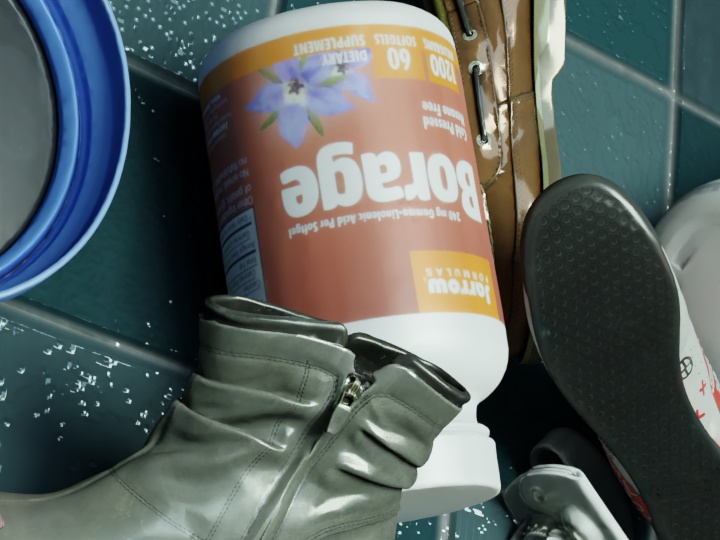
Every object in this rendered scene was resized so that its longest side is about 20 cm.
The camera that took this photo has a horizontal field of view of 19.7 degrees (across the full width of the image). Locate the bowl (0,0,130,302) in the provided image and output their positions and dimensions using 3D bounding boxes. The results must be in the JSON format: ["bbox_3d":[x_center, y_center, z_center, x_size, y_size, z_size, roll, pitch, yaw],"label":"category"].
[{"bbox_3d":[-0.183,-0.077,0.791,0.200,0.039,0.201,16,64,-34],"label":"bowl"}]

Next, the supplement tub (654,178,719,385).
[{"bbox_3d":[0.246,-0.003,1.047,0.200,0.122,0.123,-18,84,-41],"label":"supplement tub"}]

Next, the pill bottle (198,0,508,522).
[{"bbox_3d":[0.000,0.000,0.856,0.112,0.112,0.201,2,71,-38],"label":"pill bottle"}]

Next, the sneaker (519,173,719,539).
[{"bbox_3d":[0.119,0.034,0.933,0.202,0.067,0.108,61,6,-20],"label":"sneaker"}]

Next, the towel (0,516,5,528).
[{"bbox_3d":[-0.227,0.034,0.682,0.144,0.023,0.200,-29,89,-17],"label":"towel"}]

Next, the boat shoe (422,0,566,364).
[{"bbox_3d":[0.056,-0.056,0.962,0.068,0.072,0.201,2,78,-6],"label":"boat shoe"}]

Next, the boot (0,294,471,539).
[{"bbox_3d":[-0.068,0.065,0.751,0.199,0.068,0.131,12,104,-20],"label":"boot"}]

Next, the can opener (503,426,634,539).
[{"bbox_3d":[0.138,0.161,0.942,0.200,0.053,0.067,55,48,-9],"label":"can opener"}]
